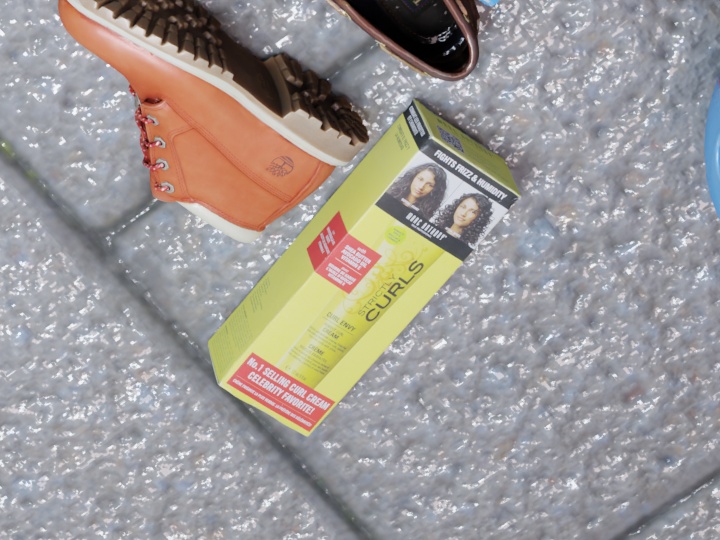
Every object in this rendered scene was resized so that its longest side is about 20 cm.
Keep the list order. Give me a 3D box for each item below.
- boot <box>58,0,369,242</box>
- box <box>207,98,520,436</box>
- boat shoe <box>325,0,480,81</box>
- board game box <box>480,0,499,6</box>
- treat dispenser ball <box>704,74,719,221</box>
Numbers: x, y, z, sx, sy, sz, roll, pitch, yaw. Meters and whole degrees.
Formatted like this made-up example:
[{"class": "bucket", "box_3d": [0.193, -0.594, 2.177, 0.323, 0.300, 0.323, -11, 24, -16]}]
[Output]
[{"class": "boot", "box_3d": [-0.103, -0.089, 1.506, 0.200, 0.075, 0.107, 34, 114, -27]}, {"class": "box", "box_3d": [0.000, 0.000, 1.589, 0.075, 0.050, 0.200, 33, 110, -27]}, {"class": "boat shoe", "box_3d": [-0.004, -0.181, 1.470, 0.070, 0.070, 0.200, -42, 118, 16]}, {"class": "board game box", "box_3d": [0.068, -0.270, 1.385, 0.200, 0.056, 0.196, -48, 132, 2]}, {"class": "treat dispenser ball", "box_3d": [0.292, -0.069, 1.515, 0.200, 0.201, 0.201, -5, 121, -8]}]
